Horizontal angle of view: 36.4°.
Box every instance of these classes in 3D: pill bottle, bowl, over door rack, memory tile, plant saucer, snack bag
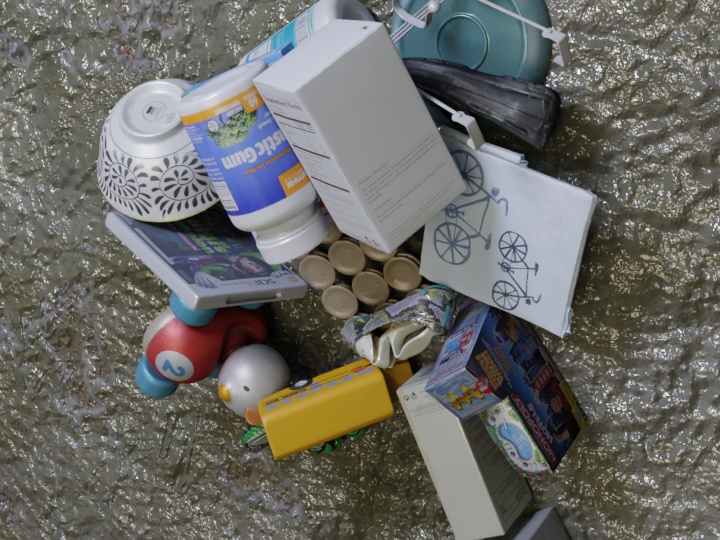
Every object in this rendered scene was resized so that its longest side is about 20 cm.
[{"bbox_3d":[-0.071,-0.232,1.292,0.198,0.110,0.112,-27,92,33],"label":"pill bottle"},{"bbox_3d":[-0.243,-0.169,1.345,0.198,0.202,0.095,22,154,21],"label":"bowl"},{"bbox_3d":[-0.109,-0.114,1.193,0.111,0.112,0.202,-14,112,31],"label":"pill bottle"},{"bbox_3d":[0.098,-0.239,1.123,0.147,0.067,0.200,-42,59,-11],"label":"over door rack"},{"bbox_3d":[0.000,0.000,1.346,0.152,0.017,0.201,-25,111,33],"label":"memory tile"},{"bbox_3d":[0.117,-0.256,1.230,0.197,0.027,0.204,9,109,26],"label":"plant saucer"},{"bbox_3d":[0.157,-0.041,1.188,0.198,0.021,0.191,24,127,26],"label":"snack bag"}]

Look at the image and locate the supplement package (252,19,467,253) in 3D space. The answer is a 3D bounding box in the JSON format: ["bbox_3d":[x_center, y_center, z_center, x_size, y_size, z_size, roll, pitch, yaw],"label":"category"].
[{"bbox_3d":[0.000,-0.140,1.125,0.202,0.116,0.117,59,165,-26],"label":"supplement package"}]

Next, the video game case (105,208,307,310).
[{"bbox_3d":[-0.189,-0.019,1.352,0.199,0.180,0.024,38,117,34],"label":"video game case"}]

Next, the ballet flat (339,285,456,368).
[{"bbox_3d":[0.037,0.078,1.302,0.199,0.072,0.073,-28,91,48],"label":"ballet flat"}]

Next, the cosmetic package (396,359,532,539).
[{"bbox_3d":[0.128,0.212,1.328,0.072,0.103,0.203,-18,95,33],"label":"cosmetic package"}]

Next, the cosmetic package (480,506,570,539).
[{"bbox_3d":[0.175,0.368,1.294,0.106,0.199,0.091,-28,92,33],"label":"cosmetic package"}]

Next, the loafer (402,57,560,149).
[{"bbox_3d":[0.117,-0.183,1.186,0.198,0.068,0.072,18,97,20],"label":"loafer"}]

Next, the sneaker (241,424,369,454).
[{"bbox_3d":[-0.076,0.213,1.456,0.198,0.078,0.086,-21,96,32],"label":"sneaker"}]

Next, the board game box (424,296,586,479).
[{"bbox_3d":[0.156,0.131,1.229,0.061,0.199,0.202,-32,89,31],"label":"board game box"}]

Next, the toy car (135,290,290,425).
[{"bbox_3d":[-0.164,0.128,1.400,0.201,0.175,0.185,51,132,21],"label":"toy car"}]

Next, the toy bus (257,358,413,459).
[{"bbox_3d":[-0.026,0.162,1.354,0.197,0.078,0.066,-20,103,-7],"label":"toy bus"}]

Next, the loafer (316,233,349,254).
[{"bbox_3d":[-0.093,-0.079,1.376,0.199,0.070,0.069,37,120,14],"label":"loafer"}]

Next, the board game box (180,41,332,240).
[{"bbox_3d":[-0.100,-0.142,1.265,0.149,0.037,0.202,-17,111,30],"label":"board game box"}]

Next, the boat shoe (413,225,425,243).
[{"bbox_3d":[0.127,-0.046,1.275,0.200,0.075,0.093,45,140,7],"label":"boat shoe"}]
